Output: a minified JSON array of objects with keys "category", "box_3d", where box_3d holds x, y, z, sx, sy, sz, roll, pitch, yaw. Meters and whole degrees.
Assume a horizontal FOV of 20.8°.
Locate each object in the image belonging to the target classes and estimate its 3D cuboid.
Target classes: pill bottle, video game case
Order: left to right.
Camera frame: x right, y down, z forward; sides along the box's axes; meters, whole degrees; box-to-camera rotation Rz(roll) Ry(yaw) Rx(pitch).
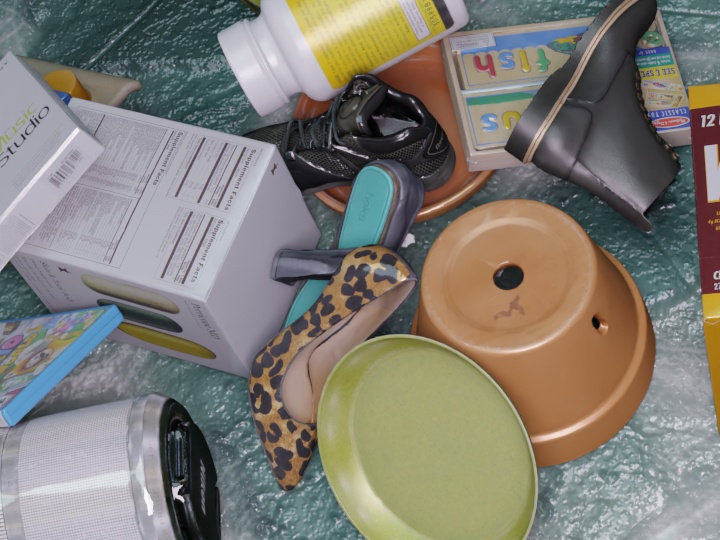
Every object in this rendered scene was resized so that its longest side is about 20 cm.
[{"category":"video game case","box_3d":[-0.302,0.083,1.620,0.199,0.018,0.143,-8,30,46]},{"category":"pill bottle","box_3d":[-0.017,-0.213,1.673,0.199,0.111,0.112,-29,58,3]}]

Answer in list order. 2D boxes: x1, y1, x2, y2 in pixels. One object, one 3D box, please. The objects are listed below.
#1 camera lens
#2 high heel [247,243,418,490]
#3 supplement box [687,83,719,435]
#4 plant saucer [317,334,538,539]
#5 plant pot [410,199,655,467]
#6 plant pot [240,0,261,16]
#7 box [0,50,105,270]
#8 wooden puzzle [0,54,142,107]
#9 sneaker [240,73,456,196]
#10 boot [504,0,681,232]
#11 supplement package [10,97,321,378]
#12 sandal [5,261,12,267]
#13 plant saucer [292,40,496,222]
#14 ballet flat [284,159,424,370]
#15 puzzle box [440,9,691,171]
[{"category":"camera lens","box_3d":[-0.217,0.189,1.537,0.199,0.160,0.161,-12,59,8]},{"category":"high heel","box_3d":[-0.018,0.079,1.558,0.142,0.071,0.201,1,85,42]},{"category":"supplement box","box_3d":[0.325,-0.010,1.486,0.132,0.198,0.201,-5,59,12]},{"category":"plant saucer","box_3d":[0.056,0.140,1.503,0.199,0.201,0.031,25,30,26]},{"category":"plant pot","box_3d":[0.128,0.036,1.546,0.199,0.140,0.201,-6,59,11]},{"category":"plant pot","box_3d":[-0.022,-0.306,1.774,0.187,0.187,0.200,36,91,29]},{"category":"box","box_3d":[-0.299,-0.091,1.631,0.144,0.036,0.200,-49,34,1]},{"category":"wooden puzzle","box_3d":[-0.321,-0.130,1.768,0.185,0.046,0.200,15,53,40]},{"category":"sneaker","box_3d":[-0.027,-0.116,1.647,0.198,0.114,0.077,2,60,18]},{"category":"boot","box_3d":[0.226,-0.134,1.622,0.138,0.078,0.200,34,69,7]},{"category":"supplement package","box_3d":[-0.165,-0.026,1.650,0.199,0.152,0.151,14,66,22]},{"category":"sandal","box_3d":[-0.322,-0.044,1.757,0.200,0.057,0.080,-26,58,-1]},{"category":"plant saucer","box_3d":[0.038,-0.123,1.720,0.199,0.038,0.201,-6,61,11]},{"category":"ballet flat","box_3d":[0.000,0.000,1.630,0.073,0.073,0.201,34,110,28]},{"category":"puzzle box","box_3d":[0.176,-0.155,1.680,0.199,0.025,0.134,-8,59,-7]}]
